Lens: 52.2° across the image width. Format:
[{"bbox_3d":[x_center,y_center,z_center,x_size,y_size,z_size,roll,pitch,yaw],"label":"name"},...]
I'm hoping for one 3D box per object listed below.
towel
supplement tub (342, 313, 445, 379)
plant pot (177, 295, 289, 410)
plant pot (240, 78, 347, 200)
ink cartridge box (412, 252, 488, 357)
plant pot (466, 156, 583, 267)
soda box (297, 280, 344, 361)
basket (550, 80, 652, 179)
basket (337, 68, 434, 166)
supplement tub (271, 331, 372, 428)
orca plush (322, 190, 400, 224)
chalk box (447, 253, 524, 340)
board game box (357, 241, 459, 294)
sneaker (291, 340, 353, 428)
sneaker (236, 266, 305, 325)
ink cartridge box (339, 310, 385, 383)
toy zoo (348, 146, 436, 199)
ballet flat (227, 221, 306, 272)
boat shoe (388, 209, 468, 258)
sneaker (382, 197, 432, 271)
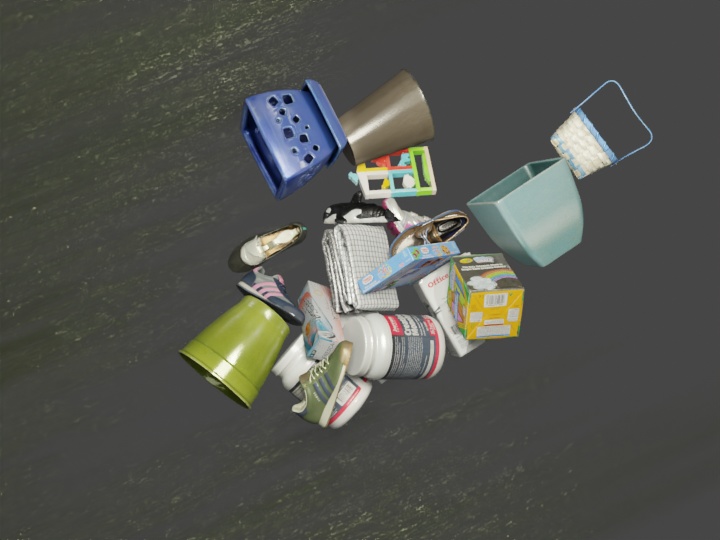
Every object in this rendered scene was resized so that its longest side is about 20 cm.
[{"bbox_3d":[0.000,0.000,1.652,0.085,0.165,0.202,-18,78,37],"label":"towel"},{"bbox_3d":[0.071,0.166,1.600,0.198,0.140,0.142,4,86,-27],"label":"supplement tub"},{"bbox_3d":[-0.260,0.167,1.612,0.200,0.200,0.193,40,72,-3],"label":"plant pot"},{"bbox_3d":[-0.146,-0.299,1.646,0.179,0.200,0.201,-28,89,-14],"label":"plant pot"},{"bbox_3d":[0.234,0.079,1.719,0.145,0.084,0.201,-29,90,-9],"label":"ink cartridge box"},{"bbox_3d":[0.402,-0.122,1.706,0.195,0.196,0.201,-33,100,-8],"label":"plant pot"},{"bbox_3d":[-0.089,0.110,1.618,0.068,0.201,0.064,19,118,-23],"label":"soda box"},{"bbox_3d":[0.563,-0.327,1.745,0.199,0.139,0.177,-33,91,23],"label":"basket"},{"bbox_3d":[0.048,-0.334,1.688,0.199,0.136,0.181,-30,119,-8],"label":"basket"},{"bbox_3d":[-0.086,0.241,1.642,0.200,0.140,0.141,41,83,-3],"label":"supplement tub"},{"bbox_3d":[-0.005,-0.144,1.664,0.105,0.199,0.072,-10,100,-39],"label":"orca plush"},{"bbox_3d":[0.263,0.044,1.604,0.124,0.200,0.125,-3,119,-7],"label":"chalk box"},{"bbox_3d":[0.107,-0.008,1.596,0.151,0.199,0.037,-35,74,33],"label":"board game box"},{"bbox_3d":[-0.085,0.230,1.532,0.089,0.067,0.202,18,107,-2],"label":"sneaker"},{"bbox_3d":[-0.187,0.050,1.641,0.199,0.070,0.082,29,66,28],"label":"sneaker"},{"bbox_3d":[0.023,0.156,1.712,0.099,0.039,0.201,-37,93,-8],"label":"ink cartridge box"},{"bbox_3d":[0.070,-0.230,1.722,0.198,0.021,0.132,-4,60,-7],"label":"toy zoo"},{"bbox_3d":[-0.215,-0.060,1.681,0.199,0.068,0.068,-30,91,-7],"label":"ballet flat"},{"bbox_3d":[0.154,-0.080,1.652,0.199,0.072,0.073,-33,98,-8],"label":"boat shoe"},{"bbox_3d":[0.129,-0.098,1.725,0.088,0.081,0.200,-41,100,-9],"label":"sneaker"}]
